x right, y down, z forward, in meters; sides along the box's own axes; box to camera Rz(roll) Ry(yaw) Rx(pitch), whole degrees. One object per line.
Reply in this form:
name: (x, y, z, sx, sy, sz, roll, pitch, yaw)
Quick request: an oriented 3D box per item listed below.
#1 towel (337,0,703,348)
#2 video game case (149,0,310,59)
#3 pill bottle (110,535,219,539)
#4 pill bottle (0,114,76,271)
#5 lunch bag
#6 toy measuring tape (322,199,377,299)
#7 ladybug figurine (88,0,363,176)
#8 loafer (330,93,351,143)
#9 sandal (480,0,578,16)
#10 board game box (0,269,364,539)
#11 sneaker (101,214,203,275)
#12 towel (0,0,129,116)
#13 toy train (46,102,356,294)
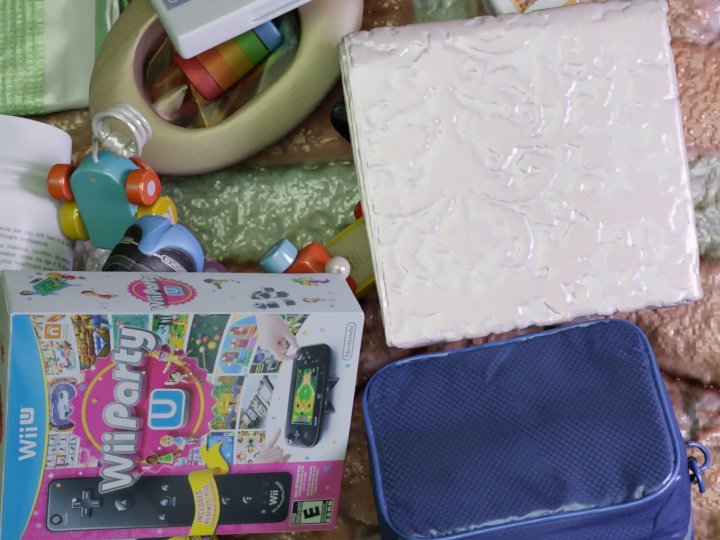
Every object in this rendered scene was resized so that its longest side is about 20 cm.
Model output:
towel: (0.097, -0.060, 1.167, 0.199, 0.032, 0.192, -8, 88, -5)
video game case: (-0.067, -0.237, 1.244, 0.182, 0.023, 0.200, -26, 50, -6)
pill bottle: (-0.094, 0.245, 1.166, 0.112, 0.112, 0.200, -36, 76, -1)
pill bottle: (-0.238, 0.009, 1.229, 0.113, 0.113, 0.201, 4, 81, 8)
lunch bag: (0.108, 0.125, 1.154, 0.199, 0.133, 0.136, -10, 50, 4)
toy measuring tape: (0.000, 0.000, 1.240, 0.200, 0.074, 0.074, -36, 77, 23)
ladybug figurine: (-0.081, -0.137, 1.258, 0.200, 0.072, 0.136, -35, 77, 0)
loafer: (0.083, -0.086, 1.231, 0.199, 0.073, 0.072, 25, 79, 9)
sandal: (0.152, -0.115, 1.227, 0.059, 0.079, 0.207, -40, 86, 0)
board game box: (-0.108, 0.077, 1.118, 0.199, 0.064, 0.148, 0, 114, -16)
sneaker: (-0.148, 0.058, 1.190, 0.071, 0.083, 0.200, 25, 128, 12)
towel: (-0.254, -0.176, 1.308, 0.199, 0.031, 0.150, -4, 79, 6)
toy train: (-0.092, -0.025, 1.199, 0.200, 0.150, 0.056, 42, 44, -10)
